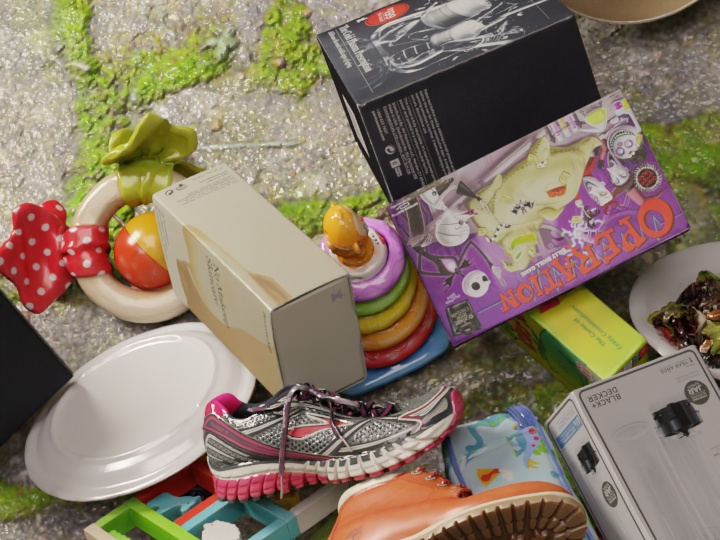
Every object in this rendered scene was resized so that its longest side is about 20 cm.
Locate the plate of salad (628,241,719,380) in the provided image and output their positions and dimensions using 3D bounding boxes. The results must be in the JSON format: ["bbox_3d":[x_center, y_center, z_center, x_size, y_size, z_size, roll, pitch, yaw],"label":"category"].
[{"bbox_3d":[0.304,0.022,1.470,0.198,0.048,0.201,-1,33,1],"label":"plate of salad"}]

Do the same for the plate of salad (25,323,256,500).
[{"bbox_3d":[-0.170,0.115,1.521,0.199,0.048,0.201,-18,34,12],"label":"plate of salad"}]

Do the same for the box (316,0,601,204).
[{"bbox_3d":[0.078,-0.153,1.547,0.181,0.105,0.200,-22,25,-2],"label":"box"}]

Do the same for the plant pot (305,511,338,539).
[{"bbox_3d":[-0.018,0.273,1.394,0.199,0.201,0.190,30,61,20],"label":"plant pot"}]

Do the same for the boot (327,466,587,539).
[{"bbox_3d":[0.060,0.165,1.298,0.199,0.075,0.108,-19,34,23],"label":"boot"}]

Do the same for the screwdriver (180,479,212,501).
[{"bbox_3d":[-0.123,0.201,1.464,0.028,0.029,0.201,-11,34,0],"label":"screwdriver"}]

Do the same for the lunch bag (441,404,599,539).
[{"bbox_3d":[0.125,0.210,1.386,0.082,0.161,0.201,-19,46,-6],"label":"lunch bag"}]

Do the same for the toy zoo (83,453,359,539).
[{"bbox_3d":[-0.091,0.171,1.446,0.199,0.021,0.131,-33,34,-29],"label":"toy zoo"}]

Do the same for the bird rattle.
[{"bbox_3d":[-0.195,-0.030,1.598,0.163,0.113,0.200,42,81,7],"label":"bird rattle"}]

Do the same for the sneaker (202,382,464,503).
[{"bbox_3d":[-0.023,0.112,1.377,0.198,0.081,0.075,-13,95,17],"label":"sneaker"}]

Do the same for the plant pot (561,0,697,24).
[{"bbox_3d":[0.222,-0.327,1.625,0.199,0.202,0.135,-6,29,7],"label":"plant pot"}]

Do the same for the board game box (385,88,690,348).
[{"bbox_3d":[0.133,-0.039,1.449,0.199,0.032,0.121,-27,87,0],"label":"board game box"}]

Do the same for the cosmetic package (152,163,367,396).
[{"bbox_3d":[-0.080,0.011,1.484,0.071,0.106,0.200,-25,37,-20],"label":"cosmetic package"}]

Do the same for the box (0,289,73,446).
[{"bbox_3d":[-0.360,0.024,1.516,0.123,0.200,0.198,-45,50,-11],"label":"box"}]

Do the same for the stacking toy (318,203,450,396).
[{"bbox_3d":[0.000,0.000,1.490,0.109,0.200,0.117,-26,63,-4],"label":"stacking toy"}]

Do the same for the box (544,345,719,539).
[{"bbox_3d":[0.228,0.166,1.357,0.116,0.060,0.201,-19,69,-26],"label":"box"}]

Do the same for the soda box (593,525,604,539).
[{"bbox_3d":[0.257,0.164,1.445,0.200,0.070,0.063,-42,67,-10],"label":"soda box"}]

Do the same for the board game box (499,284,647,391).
[{"bbox_3d":[0.137,0.026,1.511,0.048,0.102,0.200,-44,66,-10],"label":"board game box"}]
